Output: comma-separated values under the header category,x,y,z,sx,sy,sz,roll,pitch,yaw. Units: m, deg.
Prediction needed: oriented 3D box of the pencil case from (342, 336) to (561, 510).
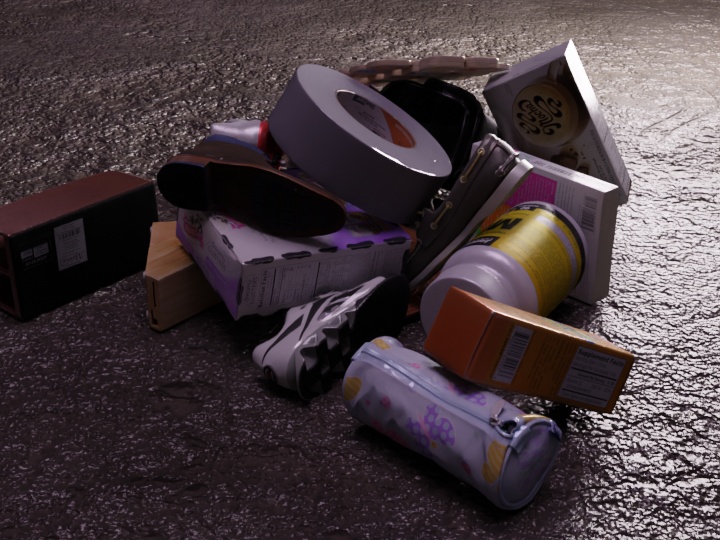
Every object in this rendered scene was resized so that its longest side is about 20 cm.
category,x,y,z,sx,sy,sz,roll,pitch,yaw
pencil case,0.073,0.127,0.966,0.199,0.091,0.084,25,77,42

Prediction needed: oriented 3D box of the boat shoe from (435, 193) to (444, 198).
category,x,y,z,sx,sy,sz,roll,pitch,yaw
boat shoe,0.027,-0.087,1.420,0.198,0.065,0.072,21,-10,2

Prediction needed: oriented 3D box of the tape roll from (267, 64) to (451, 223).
category,x,y,z,sx,sy,sz,roll,pitch,yaw
tape roll,0.000,-0.138,1.215,0.199,0.066,0.201,29,24,-14

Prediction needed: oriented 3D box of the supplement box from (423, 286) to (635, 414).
category,x,y,z,sx,sy,sz,roll,pitch,yaw
supplement box,0.154,0.075,1.004,0.199,0.069,0.066,20,8,-38

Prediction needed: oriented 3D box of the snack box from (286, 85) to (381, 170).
category,x,y,z,sx,sy,sz,roll,pitch,yaw
snack box,-0.033,-0.153,1.355,0.024,0.072,0.200,27,40,13

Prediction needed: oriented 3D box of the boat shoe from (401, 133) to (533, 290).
category,x,y,z,sx,sy,sz,roll,pitch,yaw
boat shoe,0.097,-0.057,1.179,0.060,0.202,0.072,45,32,6

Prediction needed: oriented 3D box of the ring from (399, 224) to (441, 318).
category,x,y,z,sx,sy,sz,roll,pitch,yaw
ring,0.000,0.000,1.269,0.198,0.019,0.201,4,35,-3

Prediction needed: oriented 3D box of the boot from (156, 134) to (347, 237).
category,x,y,z,sx,sy,sz,roll,pitch,yaw
boot,-0.098,-0.096,1.145,0.198,0.075,0.097,15,36,10

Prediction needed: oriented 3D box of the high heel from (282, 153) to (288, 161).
category,x,y,z,sx,sy,sz,roll,pitch,yaw
high heel,-0.120,-0.139,1.508,0.198,0.068,0.096,8,17,25

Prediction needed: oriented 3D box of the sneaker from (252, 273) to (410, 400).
category,x,y,z,sx,sy,sz,roll,pitch,yaw
sneaker,-0.029,0.050,1.134,0.088,0.075,0.199,17,34,35

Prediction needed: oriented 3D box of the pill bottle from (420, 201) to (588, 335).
category,x,y,z,sx,sy,sz,roll,pitch,yaw
pill bottle,0.150,0.012,1.167,0.113,0.115,0.200,15,30,28

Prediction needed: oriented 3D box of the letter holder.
category,x,y,z,sx,sy,sz,roll,pitch,yaw
letter holder,-0.352,-0.043,1.292,0.141,0.102,0.199,19,32,37

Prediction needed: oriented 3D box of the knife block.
category,x,y,z,sx,sy,sz,roll,pitch,yaw
knife block,-0.150,-0.011,1.266,0.173,0.065,0.200,-3,26,-5

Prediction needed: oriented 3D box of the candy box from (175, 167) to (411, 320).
category,x,y,z,sx,sy,sz,roll,pitch,yaw
candy box,-0.075,-0.036,1.197,0.198,0.072,0.168,-9,38,-29

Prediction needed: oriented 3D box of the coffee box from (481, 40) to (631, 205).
category,x,y,z,sx,sy,sz,roll,pitch,yaw
coffee box,0.246,-0.165,1.393,0.112,0.201,0.080,-20,18,25

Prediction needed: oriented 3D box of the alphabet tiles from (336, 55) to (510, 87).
category,x,y,z,sx,sy,sz,roll,pitch,yaw
alphabet tiles,0.076,-0.242,1.380,0.194,0.015,0.199,-4,3,-31

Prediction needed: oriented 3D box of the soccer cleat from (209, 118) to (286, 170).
category,x,y,z,sx,sy,sz,roll,pitch,yaw
soccer cleat,-0.126,-0.144,1.291,0.084,0.069,0.200,10,3,0

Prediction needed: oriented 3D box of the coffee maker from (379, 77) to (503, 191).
category,x,y,z,sx,sy,sz,roll,pitch,yaw
coffee maker,0.121,-0.171,1.437,0.190,0.136,0.200,-3,-1,13

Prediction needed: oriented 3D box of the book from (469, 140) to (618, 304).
category,x,y,z,sx,sy,sz,roll,pitch,yaw
book,0.202,-0.060,1.289,0.048,0.135,0.199,-19,33,-35
